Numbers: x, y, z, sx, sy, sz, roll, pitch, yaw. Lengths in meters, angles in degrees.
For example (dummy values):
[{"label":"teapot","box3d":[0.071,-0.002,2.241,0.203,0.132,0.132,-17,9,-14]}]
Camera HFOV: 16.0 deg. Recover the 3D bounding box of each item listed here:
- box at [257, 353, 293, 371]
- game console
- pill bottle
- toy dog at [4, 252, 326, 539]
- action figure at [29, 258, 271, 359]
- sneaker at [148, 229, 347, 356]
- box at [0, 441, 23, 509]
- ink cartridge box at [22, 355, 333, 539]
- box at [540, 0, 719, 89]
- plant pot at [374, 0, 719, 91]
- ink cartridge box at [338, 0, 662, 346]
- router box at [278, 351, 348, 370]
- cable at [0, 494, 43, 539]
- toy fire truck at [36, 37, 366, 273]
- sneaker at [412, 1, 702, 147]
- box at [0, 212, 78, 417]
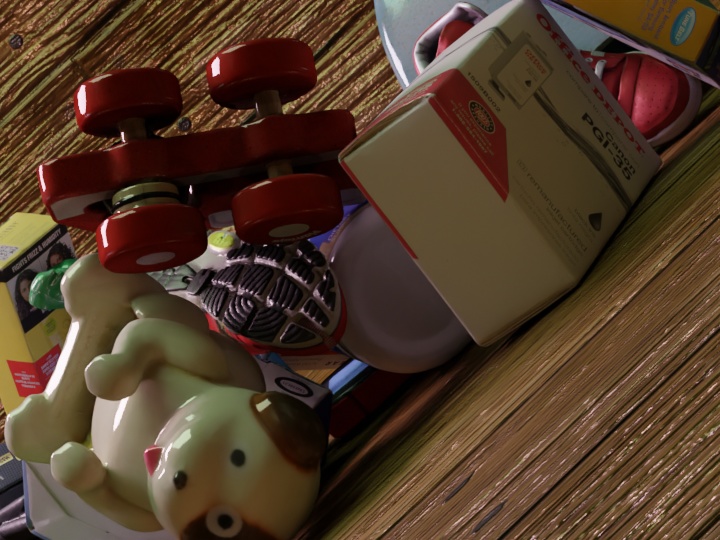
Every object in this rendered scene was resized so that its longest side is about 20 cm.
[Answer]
[{"label":"box","box3d":[-0.115,0.146,1.970,0.200,0.082,0.049,-42,4,32]},{"label":"game console","box3d":[0.038,0.045,1.838,0.177,0.031,0.200,-44,3,3]},{"label":"pill bottle","box3d":[0.000,0.000,1.728,0.116,0.116,0.200,-44,18,-12]},{"label":"toy dog","box3d":[-0.100,0.106,1.534,0.140,0.194,0.200,-59,32,4]},{"label":"action figure","box3d":[-0.147,0.023,1.781,0.118,0.199,0.055,27,102,47]},{"label":"sneaker","box3d":[-0.062,0.021,1.655,0.077,0.085,0.200,-54,35,-13]},{"label":"box","box3d":[-0.267,0.223,2.018,0.157,0.051,0.201,-26,-46,-49]},{"label":"ink cartridge box","box3d":[-0.109,0.115,1.692,0.200,0.136,0.077,-47,-28,-42]},{"label":"box","box3d":[0.165,-0.170,1.640,0.042,0.200,0.119,-61,-18,5]},{"label":"plant pot","box3d":[0.124,-0.199,1.919,0.196,0.200,0.196,-41,-19,21]},{"label":"ink cartridge box","box3d":[0.089,-0.067,1.569,0.083,0.147,0.200,-35,7,32]},{"label":"router box","box3d":[-0.020,0.013,1.962,0.199,0.049,0.179,0,-31,-44]},{"label":"cable","box3d":[-0.243,0.247,1.804,0.051,0.164,0.200,14,-33,-38]},{"label":"toy fire truck","box3d":[-0.092,-0.054,1.576,0.199,0.113,0.168,-12,-15,-1]},{"label":"sneaker","box3d":[0.124,-0.130,1.721,0.199,0.112,0.072,7,80,43]},{"label":"box","box3d":[-0.218,0.064,1.805,0.050,0.201,0.075,7,34,35]}]
